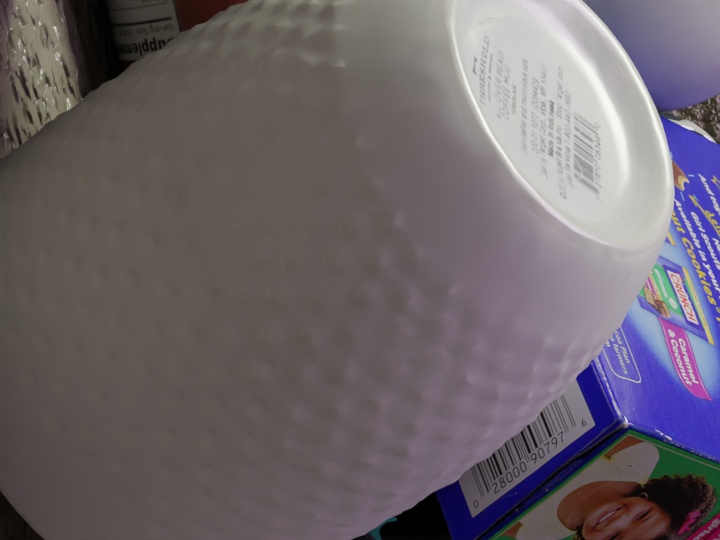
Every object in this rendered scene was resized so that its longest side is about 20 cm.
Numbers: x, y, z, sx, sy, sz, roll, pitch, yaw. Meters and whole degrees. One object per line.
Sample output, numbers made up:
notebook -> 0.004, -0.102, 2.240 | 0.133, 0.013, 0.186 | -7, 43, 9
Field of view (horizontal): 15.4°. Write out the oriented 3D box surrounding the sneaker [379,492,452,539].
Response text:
sneaker -> 0.041, 0.077, 0.901 | 0.200, 0.071, 0.083 | 43, 34, -23

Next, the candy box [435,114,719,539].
candy box -> 0.094, 0.026, 0.882 | 0.200, 0.077, 0.169 | 21, 39, -43

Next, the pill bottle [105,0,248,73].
pill bottle -> -0.038, -0.115, 0.948 | 0.112, 0.112, 0.200 | -49, 127, -74

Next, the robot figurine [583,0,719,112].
robot figurine -> 0.082, -0.123, 0.961 | 0.170, 0.113, 0.200 | 32, 1, -35

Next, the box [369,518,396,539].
box -> -0.010, 0.042, 1.094 | 0.082, 0.049, 0.200 | -37, 116, -76

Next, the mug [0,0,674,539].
mug -> -0.002, -0.023, 0.757 | 0.148, 0.175, 0.200 | 44, 38, -20

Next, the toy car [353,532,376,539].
toy car -> 0.020, 0.168, 0.962 | 0.200, 0.158, 0.164 | 56, 18, -26

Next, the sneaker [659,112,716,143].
sneaker -> 0.077, -0.015, 1.132 | 0.130, 0.199, 0.080 | -163, -118, -75
